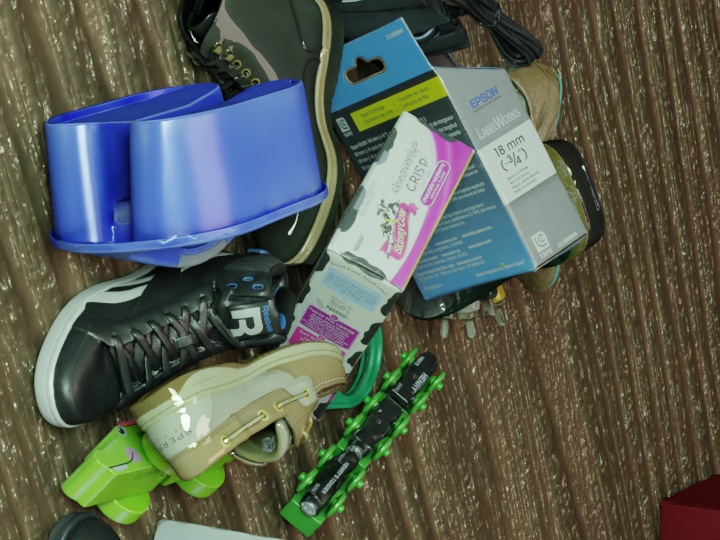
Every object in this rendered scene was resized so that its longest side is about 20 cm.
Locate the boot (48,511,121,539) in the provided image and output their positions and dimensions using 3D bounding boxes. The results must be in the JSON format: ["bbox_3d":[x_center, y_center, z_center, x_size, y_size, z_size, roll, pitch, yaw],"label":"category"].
[{"bbox_3d":[-0.090,0.232,1.339,0.066,0.200,0.165,-49,134,-46],"label":"boot"}]

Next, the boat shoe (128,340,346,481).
[{"bbox_3d":[-0.070,0.093,1.370,0.200,0.074,0.066,-13,75,-55],"label":"boat shoe"}]

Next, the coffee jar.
[{"bbox_3d":[0.107,-0.037,1.710,0.200,0.085,0.104,-22,92,-41],"label":"coffee jar"}]

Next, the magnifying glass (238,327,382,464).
[{"bbox_3d":[-0.038,0.087,1.595,0.200,0.022,0.080,-42,129,-53],"label":"magnifying glass"}]

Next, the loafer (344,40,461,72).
[{"bbox_3d":[0.062,-0.124,1.634,0.200,0.072,0.063,50,59,-4],"label":"loafer"}]

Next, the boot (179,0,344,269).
[{"bbox_3d":[-0.079,-0.110,1.453,0.138,0.077,0.200,22,63,-54],"label":"boot"}]

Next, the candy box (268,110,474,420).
[{"bbox_3d":[0.000,0.000,1.496,0.136,0.061,0.200,-62,-179,-34],"label":"candy box"}]

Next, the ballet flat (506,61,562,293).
[{"bbox_3d":[0.134,-0.081,1.835,0.072,0.068,0.200,2,92,-40],"label":"ballet flat"}]

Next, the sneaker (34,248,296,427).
[{"bbox_3d":[-0.113,0.035,1.360,0.200,0.112,0.073,-45,128,-50],"label":"sneaker"}]

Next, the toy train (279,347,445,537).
[{"bbox_3d":[0.003,0.130,1.633,0.200,0.042,0.056,-48,177,-45],"label":"toy train"}]

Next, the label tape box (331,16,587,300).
[{"bbox_3d":[0.059,-0.088,1.535,0.063,0.144,0.200,-33,99,-33],"label":"label tape box"}]

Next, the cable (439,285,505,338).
[{"bbox_3d":[0.076,-0.041,1.776,0.097,0.050,0.200,-11,91,-42],"label":"cable"}]

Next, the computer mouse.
[{"bbox_3d":[0.020,-0.187,1.494,0.140,0.200,0.046,41,74,-48],"label":"computer mouse"}]

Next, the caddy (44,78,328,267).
[{"bbox_3d":[-0.108,-0.055,1.330,0.200,0.141,0.105,-25,112,-56],"label":"caddy"}]

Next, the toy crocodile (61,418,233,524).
[{"bbox_3d":[-0.125,0.116,1.402,0.062,0.068,0.200,53,30,16],"label":"toy crocodile"}]

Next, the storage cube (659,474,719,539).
[{"bbox_3d":[0.431,0.323,2.284,0.200,0.180,0.171,-11,104,-60],"label":"storage cube"}]

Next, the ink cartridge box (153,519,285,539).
[{"bbox_3d":[-0.040,0.233,1.484,0.200,0.146,0.083,25,73,-58],"label":"ink cartridge box"}]
